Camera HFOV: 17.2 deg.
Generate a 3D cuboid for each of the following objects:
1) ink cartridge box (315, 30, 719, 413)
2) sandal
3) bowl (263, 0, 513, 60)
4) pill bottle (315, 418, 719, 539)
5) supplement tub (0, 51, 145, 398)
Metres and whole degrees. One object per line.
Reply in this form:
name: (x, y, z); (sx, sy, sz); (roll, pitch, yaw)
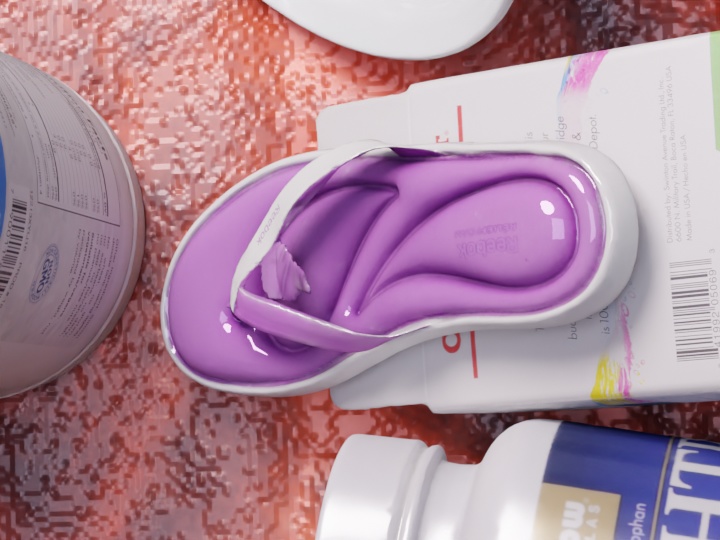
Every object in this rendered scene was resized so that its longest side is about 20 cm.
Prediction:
ink cartridge box: (0.084, -0.012, 0.810); (0.200, 0.067, 0.117); (-6, 85, 36)
sandal: (-0.001, -0.007, 0.800); (0.202, 0.050, 0.083); (-16, 79, 37)
bowl: (0.002, -0.178, 0.816); (0.201, 0.201, 0.090); (42, 61, 10)
pill bottle: (0.088, 0.113, 0.797); (0.200, 0.120, 0.120); (7, 88, 10)
supplement tub: (-0.159, -0.020, 0.808); (0.132, 0.200, 0.132); (-1, 86, 9)
